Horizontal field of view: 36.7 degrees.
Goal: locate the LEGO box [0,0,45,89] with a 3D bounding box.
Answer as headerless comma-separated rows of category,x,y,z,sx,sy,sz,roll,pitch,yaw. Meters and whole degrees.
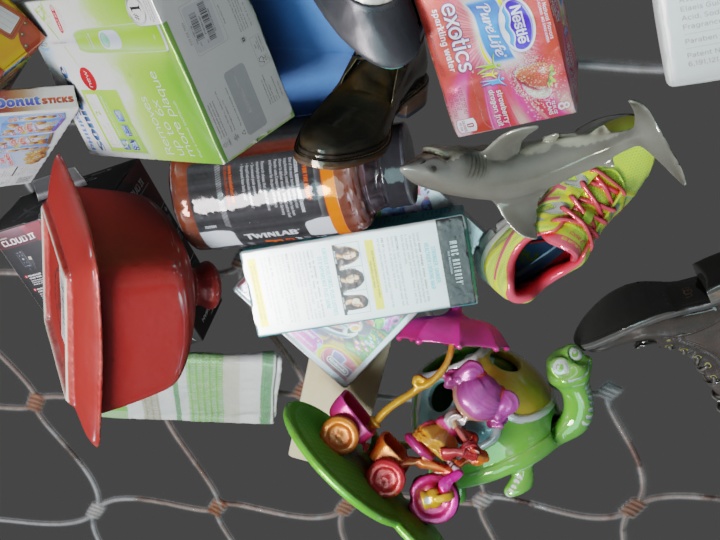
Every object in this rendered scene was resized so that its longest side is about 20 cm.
LEGO box,-0.378,-0.221,0.908,0.200,0.077,0.149,47,149,-12

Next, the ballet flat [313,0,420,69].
ballet flat,-0.015,-0.242,0.803,0.073,0.073,0.200,-38,72,31

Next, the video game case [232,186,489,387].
video game case,-0.001,-0.008,1.001,0.143,0.018,0.200,42,103,-5

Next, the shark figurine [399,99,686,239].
shark figurine,0.152,-0.073,0.881,0.214,0.128,0.090,-8,87,18

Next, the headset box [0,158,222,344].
headset box,-0.252,-0.011,1.074,0.149,0.075,0.200,-16,120,22

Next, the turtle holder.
turtle holder,0.128,0.139,1.048,0.185,0.141,0.132,-17,100,59

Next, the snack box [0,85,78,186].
snack box,-0.311,-0.114,0.968,0.200,0.072,0.024,-28,74,59

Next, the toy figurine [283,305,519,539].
toy figurine,0.065,0.127,0.962,0.200,0.150,0.184,44,98,3

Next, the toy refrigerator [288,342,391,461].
toy refrigerator,-0.015,0.104,1.104,0.076,0.070,0.200,14,122,2

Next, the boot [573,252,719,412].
boot,0.321,0.083,1.014,0.200,0.069,0.174,-23,116,23

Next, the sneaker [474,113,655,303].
sneaker,0.184,-0.045,0.926,0.078,0.090,0.200,34,108,-17

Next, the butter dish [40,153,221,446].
butter dish,-0.195,0.019,0.952,0.148,0.199,0.200,-5,124,-22

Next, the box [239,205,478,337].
box,0.000,0.000,0.967,0.200,0.049,0.082,-9,104,7

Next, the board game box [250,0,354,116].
board game box,-0.074,-0.200,0.926,0.158,0.039,0.200,4,132,8

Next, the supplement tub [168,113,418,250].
supplement tub,-0.054,-0.079,0.928,0.200,0.107,0.107,-6,123,12

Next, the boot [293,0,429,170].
boot,0.003,-0.153,0.844,0.075,0.200,0.097,16,124,15

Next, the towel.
towel,-0.184,0.115,1.121,0.200,0.031,0.149,4,147,-6

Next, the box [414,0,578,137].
box,0.100,-0.217,0.837,0.100,0.096,0.200,-10,122,20

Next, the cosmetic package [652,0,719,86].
cosmetic package,0.271,-0.258,0.725,0.166,0.167,0.200,-8,123,19

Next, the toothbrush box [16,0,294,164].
toothbrush box,-0.168,-0.171,0.880,0.200,0.086,0.146,11,131,46
